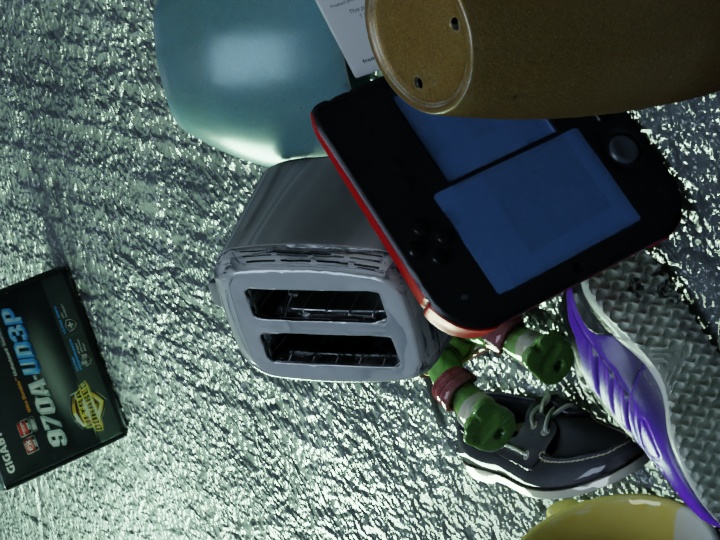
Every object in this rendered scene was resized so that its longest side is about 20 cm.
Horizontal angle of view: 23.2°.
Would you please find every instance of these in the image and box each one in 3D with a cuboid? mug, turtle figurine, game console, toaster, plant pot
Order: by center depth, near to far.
[{"bbox_3d":[0.107,-0.164,1.014,0.186,0.199,0.187,31,132,42],"label":"plant pot"},{"bbox_3d":[0.090,-0.064,1.098,0.177,0.199,0.031,59,153,10],"label":"game console"},{"bbox_3d":[0.000,0.000,1.152,0.199,0.129,0.114,2,127,25],"label":"toaster"},{"bbox_3d":[0.194,0.251,1.234,0.149,0.187,0.154,-5,118,22],"label":"mug"},{"bbox_3d":[-0.070,-0.158,1.240,0.200,0.134,0.201,-9,-90,-84],"label":"plant pot"},{"bbox_3d":[0.047,0.028,1.265,0.194,0.143,0.201,38,140,44],"label":"turtle figurine"}]

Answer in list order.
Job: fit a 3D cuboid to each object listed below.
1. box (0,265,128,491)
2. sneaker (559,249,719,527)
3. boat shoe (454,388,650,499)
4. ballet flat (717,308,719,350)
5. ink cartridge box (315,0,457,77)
[{"bbox_3d":[-0.356,0.115,1.883,0.046,0.158,0.201,-11,100,55],"label":"box"},{"bbox_3d":[0.195,0.081,1.167,0.201,0.069,0.100,64,154,12],"label":"sneaker"},{"bbox_3d":[0.130,0.120,1.272,0.200,0.072,0.063,-3,111,60],"label":"boat shoe"},{"bbox_3d":[0.248,-0.030,1.030,0.046,0.067,0.201,15,125,12],"label":"ballet flat"},{"bbox_3d":[-0.002,-0.249,1.103,0.084,0.145,0.201,-17,121,20],"label":"ink cartridge box"}]
